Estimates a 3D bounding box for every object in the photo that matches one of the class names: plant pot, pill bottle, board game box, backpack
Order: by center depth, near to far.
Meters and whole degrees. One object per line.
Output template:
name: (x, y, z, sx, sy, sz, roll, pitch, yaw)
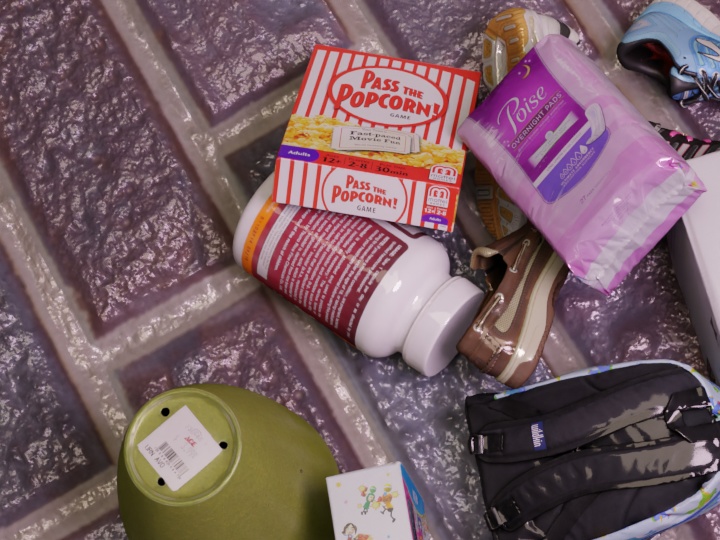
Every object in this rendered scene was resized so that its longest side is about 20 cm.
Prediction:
board game box: (0.029, 0.267, 1.634, 0.064, 0.148, 0.201, -13, 70, 5)
backpack: (0.205, 0.147, 1.658, 0.200, 0.154, 0.164, -29, 62, 28)
plant pot: (-0.120, 0.167, 1.663, 0.186, 0.200, 0.188, -3, 71, 8)
pill bottle: (0.000, 0.000, 1.748, 0.200, 0.113, 0.113, 34, 79, 18)
board game box: (0.017, -0.114, 1.751, 0.151, 0.046, 0.200, 9, 34, 2)

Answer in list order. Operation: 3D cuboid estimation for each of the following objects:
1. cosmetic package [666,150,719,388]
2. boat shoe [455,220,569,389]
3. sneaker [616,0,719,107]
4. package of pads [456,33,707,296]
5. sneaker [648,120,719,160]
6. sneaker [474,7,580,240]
cosmetic package: (0.361, -0.010, 1.668, 0.199, 0.165, 0.166, -15, 69, 2)
boat shoe: (0.128, -0.005, 1.690, 0.075, 0.075, 0.203, 24, 55, -6)
sneaker: (0.300, -0.158, 1.754, 0.200, 0.079, 0.090, 30, 52, 35)
package of pads: (0.173, -0.087, 1.641, 0.121, 0.076, 0.200, -47, 45, 12)
sneaker: (0.267, -0.094, 1.760, 0.199, 0.074, 0.088, -18, 75, 8)
sneaker: (0.153, -0.122, 1.787, 0.076, 0.087, 0.201, 7, 92, 54)
